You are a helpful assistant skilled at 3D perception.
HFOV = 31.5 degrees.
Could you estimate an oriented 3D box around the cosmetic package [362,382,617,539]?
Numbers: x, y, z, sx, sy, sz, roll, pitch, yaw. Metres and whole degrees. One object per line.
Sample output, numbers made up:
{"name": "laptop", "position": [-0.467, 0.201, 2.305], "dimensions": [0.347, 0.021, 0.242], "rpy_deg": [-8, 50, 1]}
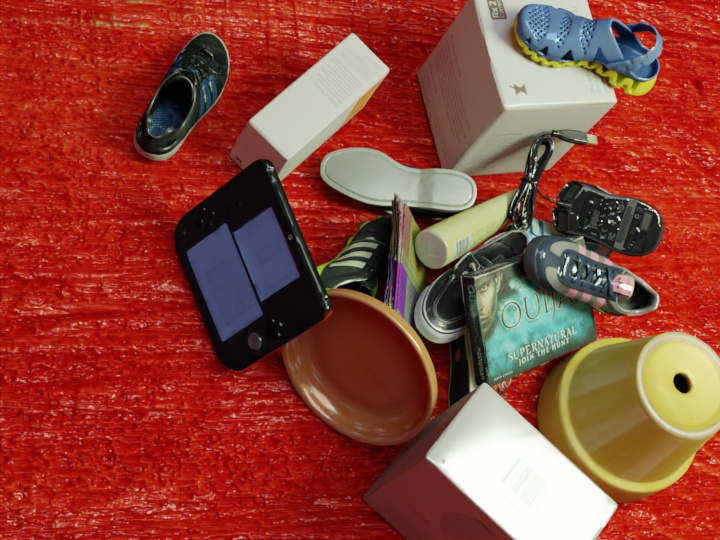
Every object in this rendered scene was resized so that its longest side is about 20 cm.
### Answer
{"name": "cosmetic package", "position": [0.139, 0.258, 1.426], "dimensions": [0.199, 0.200, 0.123], "rpy_deg": [43, 58, 0]}

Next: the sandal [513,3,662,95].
{"name": "sandal", "position": [0.282, -0.281, 1.540], "dimensions": [0.200, 0.087, 0.080], "rpy_deg": [14, 68, -13]}

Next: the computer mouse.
{"name": "computer mouse", "position": [0.291, -0.100, 1.620], "dimensions": [0.200, 0.046, 0.141], "rpy_deg": [12, 91, -4]}

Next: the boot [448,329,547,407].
{"name": "boot", "position": [0.184, 0.131, 1.572], "dimensions": [0.144, 0.072, 0.200], "rpy_deg": [11, 62, -18]}

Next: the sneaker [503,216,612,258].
{"name": "sneaker", "position": [0.263, -0.049, 1.670], "dimensions": [0.131, 0.080, 0.200], "rpy_deg": [37, 60, -4]}

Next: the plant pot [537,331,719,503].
{"name": "plant pot", "position": [0.344, 0.164, 1.549], "dimensions": [0.200, 0.189, 0.201], "rpy_deg": [8, 65, -18]}

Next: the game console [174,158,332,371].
{"name": "game console", "position": [-0.127, -0.002, 1.454], "dimensions": [0.031, 0.177, 0.200], "rpy_deg": [-8, 70, -48]}

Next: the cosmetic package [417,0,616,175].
{"name": "cosmetic package", "position": [0.197, -0.239, 1.654], "dimensions": [0.165, 0.200, 0.165], "rpy_deg": [-5, 71, -22]}

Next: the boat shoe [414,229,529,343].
{"name": "boat shoe", "position": [0.140, 0.013, 1.545], "dimensions": [0.072, 0.068, 0.200], "rpy_deg": [47, 51, 8]}

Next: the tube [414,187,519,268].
{"name": "tube", "position": [0.145, -0.057, 1.599], "dimensions": [0.200, 0.058, 0.052], "rpy_deg": [-27, 111, -44]}

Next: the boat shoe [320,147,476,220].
{"name": "boat shoe", "position": [0.046, -0.103, 1.621], "dimensions": [0.200, 0.060, 0.076], "rpy_deg": [16, 74, 2]}

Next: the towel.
{"name": "towel", "position": [0.054, 0.024, 1.537], "dimensions": [0.023, 0.144, 0.200], "rpy_deg": [-2, 65, 15]}

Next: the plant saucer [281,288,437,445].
{"name": "plant saucer", "position": [0.002, 0.105, 1.446], "dimensions": [0.200, 0.200, 0.037], "rpy_deg": [45, 43, 2]}

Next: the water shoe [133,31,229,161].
{"name": "water shoe", "position": [-0.208, -0.222, 1.564], "dimensions": [0.071, 0.079, 0.200], "rpy_deg": [27, 62, -8]}

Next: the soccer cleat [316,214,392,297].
{"name": "soccer cleat", "position": [0.000, 0.000, 1.541], "dimensions": [0.081, 0.068, 0.200], "rpy_deg": [30, 48, 25]}

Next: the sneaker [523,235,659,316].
{"name": "sneaker", "position": [0.280, 0.006, 1.528], "dimensions": [0.200, 0.082, 0.070], "rpy_deg": [19, 82, -40]}

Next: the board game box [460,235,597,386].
{"name": "board game box", "position": [0.205, 0.046, 1.539], "dimensions": [0.200, 0.028, 0.135], "rpy_deg": [-19, 105, -39]}

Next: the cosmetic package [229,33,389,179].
{"name": "cosmetic package", "position": [-0.063, -0.197, 1.596], "dimensions": [0.071, 0.101, 0.200], "rpy_deg": [45, 62, 1]}
